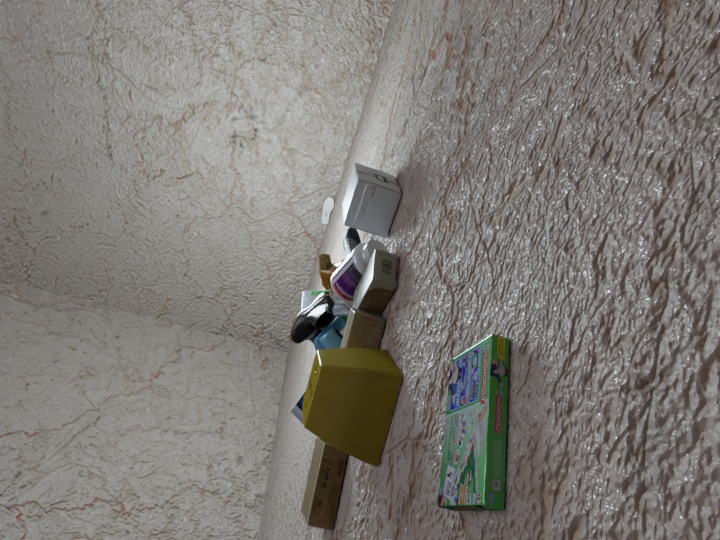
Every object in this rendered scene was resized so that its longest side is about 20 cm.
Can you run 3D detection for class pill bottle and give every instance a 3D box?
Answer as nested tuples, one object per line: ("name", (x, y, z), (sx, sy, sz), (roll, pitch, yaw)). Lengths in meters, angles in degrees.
("pill bottle", (0.000, 0.000, 1.536), (0.200, 0.110, 0.115), (-46, 28, 44))

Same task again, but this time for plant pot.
("plant pot", (-0.031, 0.279, 1.180), (0.200, 0.171, 0.206), (-136, 62, -79))

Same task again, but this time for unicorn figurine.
("unicorn figurine", (-0.029, 0.080, 1.670), (0.203, 0.135, 0.074), (-57, 5, 18))

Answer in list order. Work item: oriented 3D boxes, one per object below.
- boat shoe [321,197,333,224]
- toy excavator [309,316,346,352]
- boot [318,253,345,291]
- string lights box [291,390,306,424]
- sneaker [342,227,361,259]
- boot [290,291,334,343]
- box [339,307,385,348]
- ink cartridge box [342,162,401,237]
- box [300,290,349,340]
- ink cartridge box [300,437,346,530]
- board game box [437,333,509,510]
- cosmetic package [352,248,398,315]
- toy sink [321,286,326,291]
("boat shoe", (-0.225, -0.422, 3.661), (0.069, 0.070, 0.205), (-91, 9, -57))
("toy excavator", (-0.059, 0.195, 1.630), (0.194, 0.100, 0.200), (-44, 6, -5))
("boot", (-0.060, 0.029, 1.816), (0.071, 0.197, 0.147), (-45, -38, -35))
("string lights box", (-0.130, 0.379, 1.675), (0.202, 0.059, 0.102), (-55, -12, 18))
("sneaker", (-0.017, -0.068, 1.858), (0.115, 0.073, 0.207), (140, 134, -65))
("boot", (-0.155, 0.170, 1.655), (0.202, 0.076, 0.139), (-53, 16, 14))
("box", (-0.006, 0.211, 1.380), (0.078, 0.092, 0.207), (-152, 76, -79))
("ink cartridge box", (0.030, -0.221, 1.644), (0.201, 0.142, 0.150), (-97, 25, -65))
("box", (-0.120, 0.153, 1.833), (0.201, 0.170, 0.100), (-98, 8, -68))
("ink cartridge box", (-0.099, 0.572, 1.436), (0.165, 0.073, 0.206), (135, 147, -74))
("board game box", (0.148, 0.202, 0.693), (0.135, 0.028, 0.206), (125, 157, -62))
("cosmetic package", (0.037, 0.050, 1.422), (0.202, 0.069, 0.108), (116, 164, -50))
("toy sink", (-0.097, 0.109, 1.993), (0.131, 0.109, 0.205), (-100, 26, -67))
